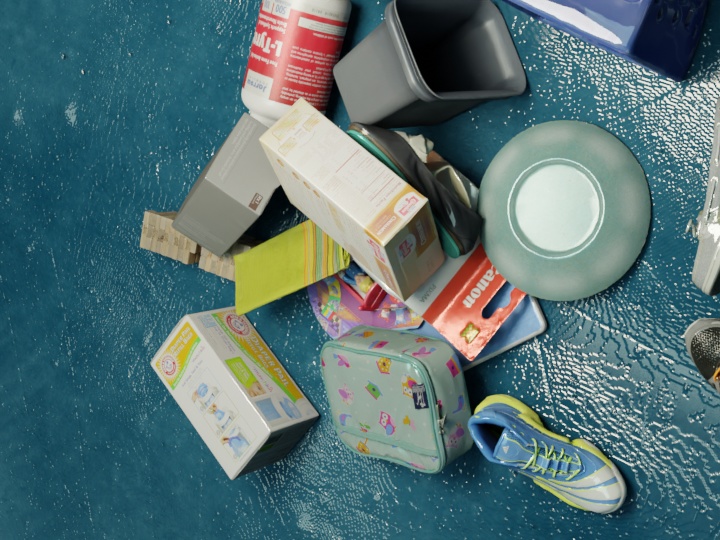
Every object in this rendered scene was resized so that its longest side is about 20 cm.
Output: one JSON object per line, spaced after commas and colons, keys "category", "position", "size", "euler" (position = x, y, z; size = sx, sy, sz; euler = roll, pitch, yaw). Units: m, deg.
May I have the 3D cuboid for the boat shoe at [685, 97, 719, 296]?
{"category": "boat shoe", "position": [0.376, -0.077, 1.184], "size": [0.064, 0.074, 0.205], "euler": [17, 100, 36]}

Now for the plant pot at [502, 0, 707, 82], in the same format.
{"category": "plant pot", "position": [0.259, -0.322, 1.164], "size": [0.199, 0.199, 0.182], "euler": [33, 105, 26]}

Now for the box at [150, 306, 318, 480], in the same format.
{"category": "box", "position": [-0.169, 0.158, 1.526], "size": [0.201, 0.112, 0.102], "euler": [51, 119, 19]}

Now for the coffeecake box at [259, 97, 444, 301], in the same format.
{"category": "coffeecake box", "position": [-0.007, -0.078, 1.286], "size": [0.073, 0.154, 0.200], "euler": [-44, 66, -10]}

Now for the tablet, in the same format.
{"category": "tablet", "position": [0.120, 0.051, 1.391], "size": [0.199, 0.014, 0.132], "euler": [-29, 78, 30]}

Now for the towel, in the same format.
{"category": "towel", "position": [-0.089, -0.012, 1.426], "size": [0.198, 0.018, 0.087], "euler": [-24, 57, 37]}

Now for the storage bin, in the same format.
{"category": "storage bin", "position": [0.067, -0.234, 1.300], "size": [0.133, 0.199, 0.148], "euler": [-27, 80, 40]}

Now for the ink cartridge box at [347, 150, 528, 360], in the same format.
{"category": "ink cartridge box", "position": [0.102, -0.020, 1.342], "size": [0.200, 0.050, 0.163], "euler": [42, 95, 28]}

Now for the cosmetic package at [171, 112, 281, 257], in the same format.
{"category": "cosmetic package", "position": [-0.160, -0.102, 1.427], "size": [0.089, 0.108, 0.200], "euler": [32, 155, -8]}

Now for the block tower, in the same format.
{"category": "block tower", "position": [-0.209, -0.033, 1.569], "size": [0.198, 0.058, 0.055], "euler": [19, 104, 28]}

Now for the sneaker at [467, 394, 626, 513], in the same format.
{"category": "sneaker", "position": [0.201, 0.218, 1.301], "size": [0.199, 0.105, 0.077], "euler": [31, 110, 27]}

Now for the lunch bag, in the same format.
{"category": "lunch bag", "position": [0.043, 0.157, 1.382], "size": [0.198, 0.076, 0.163], "euler": [9, 114, 46]}

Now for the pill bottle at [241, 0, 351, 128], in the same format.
{"category": "pill bottle", "position": [-0.086, -0.253, 1.435], "size": [0.111, 0.112, 0.203], "euler": [23, 106, 28]}

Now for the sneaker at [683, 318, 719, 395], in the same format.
{"category": "sneaker", "position": [0.410, 0.127, 1.177], "size": [0.200, 0.077, 0.079], "euler": [47, 118, 21]}

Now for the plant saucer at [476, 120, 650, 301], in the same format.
{"category": "plant saucer", "position": [0.220, -0.068, 1.275], "size": [0.198, 0.039, 0.205], "euler": [-1, 88, 21]}

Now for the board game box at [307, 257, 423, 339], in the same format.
{"category": "board game box", "position": [0.000, 0.000, 1.436], "size": [0.198, 0.039, 0.161], "euler": [-9, 84, 34]}

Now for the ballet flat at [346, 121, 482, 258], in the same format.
{"category": "ballet flat", "position": [0.068, -0.105, 1.284], "size": [0.073, 0.073, 0.200], "euler": [-34, 106, 29]}
